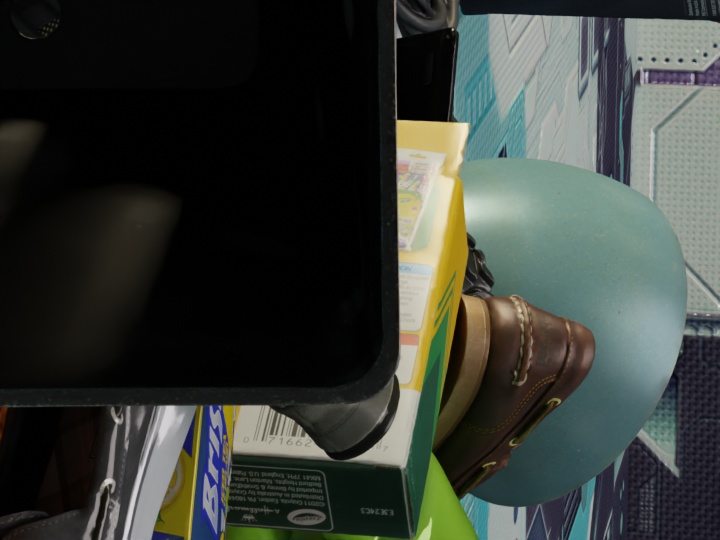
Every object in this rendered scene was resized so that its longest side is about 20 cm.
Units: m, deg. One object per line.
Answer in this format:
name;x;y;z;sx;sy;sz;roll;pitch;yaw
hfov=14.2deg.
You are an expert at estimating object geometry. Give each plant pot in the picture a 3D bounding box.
plant pot;-0.093;-0.088;0.726;0.178;0.199;0.201;-96;-174;-74
plant pot;0.067;0.017;1.632;0.134;0.199;0.201;29;59;-39

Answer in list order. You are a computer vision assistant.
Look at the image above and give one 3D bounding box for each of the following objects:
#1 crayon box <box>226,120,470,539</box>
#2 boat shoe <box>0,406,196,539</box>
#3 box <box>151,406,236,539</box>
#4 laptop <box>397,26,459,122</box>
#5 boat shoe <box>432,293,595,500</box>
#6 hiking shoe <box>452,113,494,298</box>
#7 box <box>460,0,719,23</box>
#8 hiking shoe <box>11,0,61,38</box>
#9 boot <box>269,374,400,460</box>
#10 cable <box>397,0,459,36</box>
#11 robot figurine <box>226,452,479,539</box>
crayon box;-0.024;0.020;1.233;0.052;0.125;0.201;82;15;-46
boat shoe;-0.108;0.090;0.988;0.066;0.070;0.201;30;74;-44
box;-0.084;0.048;1.074;0.064;0.070;0.201;57;37;-75
laptop;0.000;0.000;1.406;0.116;0.199;0.189;18;72;-44
boat shoe;0.046;0.073;1.346;0.200;0.070;0.071;132;-40;-60
hiking shoe;0.007;-0.036;1.508;0.074;0.086;0.201;24;45;-43
box;0.165;-0.283;1.960;0.123;0.197;0.201;63;31;-65
hiking shoe;-0.089;-0.058;0.924;0.076;0.100;0.201;40;51;-66
boot;-0.046;-0.035;1.025;0.130;0.067;0.201;28;47;-45
cable;0.038;-0.234;1.731;0.163;0.050;0.201;-55;149;-62
robot figurine;0.000;0.143;1.290;0.116;0.174;0.201;-90;162;-45
